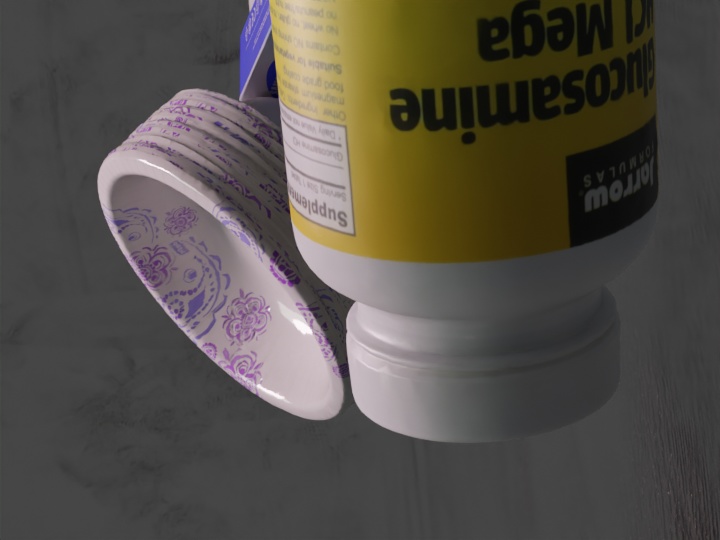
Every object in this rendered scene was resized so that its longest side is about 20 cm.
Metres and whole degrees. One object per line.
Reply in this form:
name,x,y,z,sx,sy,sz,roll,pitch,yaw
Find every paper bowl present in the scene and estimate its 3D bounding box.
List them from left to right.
paper bowl,-0.050,-0.019,1.034,0.200,0.104,0.201,38,157,20

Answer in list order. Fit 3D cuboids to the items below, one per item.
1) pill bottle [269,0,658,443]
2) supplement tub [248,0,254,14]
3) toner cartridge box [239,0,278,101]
pill bottle,0.031,-0.059,0.518,0.113,0.111,0.202,-100,5,-69
supplement tub,-0.017,-0.231,1.224,0.132,0.130,0.202,89,175,-68
toner cartridge box,-0.005,-0.145,0.971,0.200,0.094,0.044,127,145,-69
